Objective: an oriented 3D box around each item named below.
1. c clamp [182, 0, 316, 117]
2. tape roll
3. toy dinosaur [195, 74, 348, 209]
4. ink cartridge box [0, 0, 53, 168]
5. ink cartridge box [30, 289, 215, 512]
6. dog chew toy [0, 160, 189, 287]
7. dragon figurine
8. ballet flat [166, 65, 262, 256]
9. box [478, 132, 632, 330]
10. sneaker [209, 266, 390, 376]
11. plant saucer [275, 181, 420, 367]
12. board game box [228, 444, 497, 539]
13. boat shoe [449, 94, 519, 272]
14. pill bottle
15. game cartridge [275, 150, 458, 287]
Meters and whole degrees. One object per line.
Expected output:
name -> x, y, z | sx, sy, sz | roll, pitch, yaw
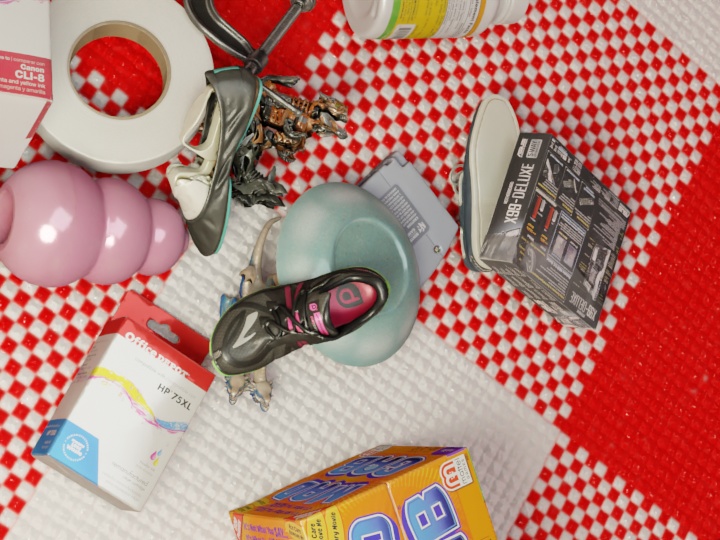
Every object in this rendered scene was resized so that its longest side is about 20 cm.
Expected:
c clamp -> -0.107, -0.270, 1.695 | 0.170, 0.027, 0.201 | 33, 47, -10
tape roll -> -0.249, -0.199, 1.626 | 0.200, 0.037, 0.205 | 4, 74, -14
toy dinosaur -> -0.113, -0.140, 1.685 | 0.198, 0.102, 0.137 | -4, 83, 17
ink cartridge box -> -0.379, -0.225, 1.502 | 0.143, 0.145, 0.202 | 5, 65, -26
ink cartridge box -> -0.230, 0.129, 1.606 | 0.116, 0.067, 0.201 | 34, 71, -19
dog chew toy -> -0.264, -0.041, 1.584 | 0.198, 0.124, 0.126 | 6, 81, -33
dragon figurine -> -0.115, 0.045, 1.675 | 0.058, 0.099, 0.202 | 5, 63, -22
ballet flat -> -0.157, -0.113, 1.599 | 0.068, 0.068, 0.202 | 6, 107, -30
box -> 0.227, -0.042, 1.814 | 0.200, 0.049, 0.159 | 34, 70, -45
sneaker -> -0.061, 0.044, 1.579 | 0.198, 0.084, 0.077 | -25, 93, -13
plant saucer -> 0.000, 0.000, 1.682 | 0.199, 0.039, 0.203 | 12, 72, -38
board game box -> 0.014, 0.309, 1.630 | 0.198, 0.199, 0.202 | -20, 93, -25
boat shoe -> 0.144, -0.099, 1.816 | 0.074, 0.062, 0.203 | -1, 87, -28
pill bottle -> 0.088, -0.319, 1.786 | 0.198, 0.111, 0.112 | -5, 86, -26
game cartridge -> 0.013, -0.021, 1.759 | 0.200, 0.040, 0.134 | -43, 99, -23
